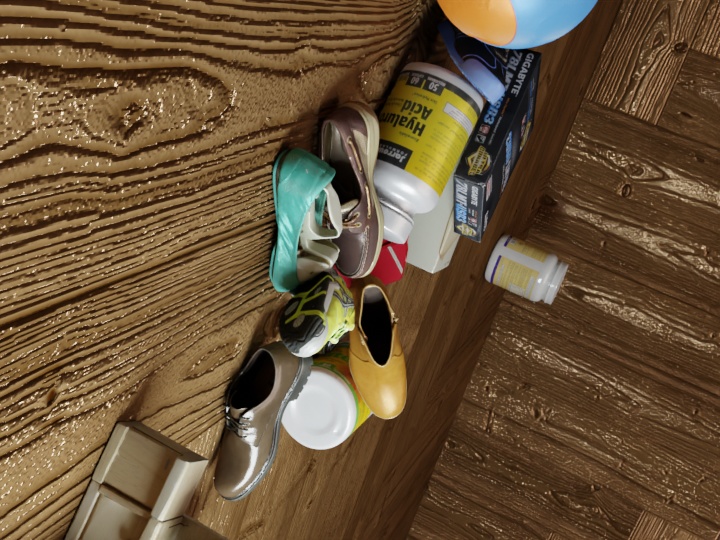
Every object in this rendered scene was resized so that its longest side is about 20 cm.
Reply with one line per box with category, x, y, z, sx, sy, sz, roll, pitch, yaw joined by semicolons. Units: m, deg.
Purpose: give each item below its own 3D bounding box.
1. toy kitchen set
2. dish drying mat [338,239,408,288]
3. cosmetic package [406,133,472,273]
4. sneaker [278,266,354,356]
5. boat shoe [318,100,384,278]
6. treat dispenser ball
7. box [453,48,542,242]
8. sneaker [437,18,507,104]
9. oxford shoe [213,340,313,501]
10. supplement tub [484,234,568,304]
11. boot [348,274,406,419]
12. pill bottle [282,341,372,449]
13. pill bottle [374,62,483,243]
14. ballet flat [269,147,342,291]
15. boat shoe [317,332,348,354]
toy kitchen set;-0.193;0.249;0.696;0.201;0.163;0.180;-66;165;-2
dish drying mat;0.000;0.000;1.145;0.200;0.018;0.077;-20;128;-51
cosmetic package;0.124;-0.106;1.292;0.103;0.073;0.201;-24;135;-69
sneaker;-0.036;0.045;0.948;0.075;0.076;0.200;-38;-166;16
boat shoe;-0.019;-0.077;0.939;0.072;0.072;0.201;-39;139;-52
treat dispenser ball;0.172;-0.345;0.951;0.201;0.200;0.201;-57;162;-29
box;0.181;-0.162;1.166;0.200;0.049;0.199;71;42;-70
sneaker;0.150;-0.277;1.059;0.078;0.070;0.200;-38;-144;19
oxford shoe;-0.131;0.169;0.992;0.084;0.072;0.201;11;101;-57
supplement tub;0.464;-0.001;2.448;0.146;0.199;0.146;-57;162;-29
boot;0.020;0.104;1.065;0.144;0.070;0.202;-115;-167;-81
pill bottle;-0.025;0.163;1.224;0.200;0.111;0.112;-28;140;-66
pill bottle;0.060;-0.139;1.057;0.201;0.111;0.111;-65;165;-6
ballet flat;-0.055;-0.036;0.904;0.067;0.070;0.201;-54;161;-38
boat shoe;-0.002;0.039;1.219;0.200;0.056;0.069;-57;163;-29
